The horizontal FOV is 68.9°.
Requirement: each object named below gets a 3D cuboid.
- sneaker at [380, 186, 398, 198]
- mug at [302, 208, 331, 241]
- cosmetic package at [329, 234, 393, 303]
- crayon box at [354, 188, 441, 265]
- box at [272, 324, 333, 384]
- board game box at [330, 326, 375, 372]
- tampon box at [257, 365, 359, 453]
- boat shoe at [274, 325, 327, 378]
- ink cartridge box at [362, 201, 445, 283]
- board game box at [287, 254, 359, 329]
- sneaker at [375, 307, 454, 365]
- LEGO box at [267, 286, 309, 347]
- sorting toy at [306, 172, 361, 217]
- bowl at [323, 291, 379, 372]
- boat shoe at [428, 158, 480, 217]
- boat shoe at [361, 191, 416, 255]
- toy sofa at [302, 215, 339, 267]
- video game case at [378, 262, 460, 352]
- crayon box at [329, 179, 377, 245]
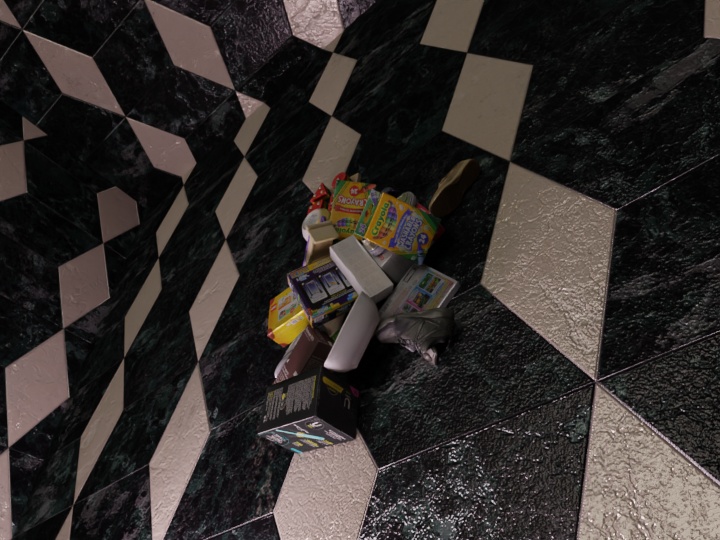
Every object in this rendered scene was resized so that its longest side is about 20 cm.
[{"bbox_3d":[0.095,-0.213,1.568,0.088,0.073,0.202,-53,11,33],"label":"sneaker"},{"bbox_3d":[-0.094,-0.127,1.676,0.185,0.153,0.151,-37,35,17],"label":"mug"},{"bbox_3d":[0.000,0.000,1.427,0.081,0.051,0.201,-25,58,-22],"label":"cosmetic package"},{"bbox_3d":[0.093,-0.113,1.354,0.052,0.196,0.129,-45,-21,-86],"label":"crayon box"},{"bbox_3d":[-0.151,0.262,1.419,0.203,0.074,0.100,-58,31,5],"label":"box"},{"bbox_3d":[-0.042,0.195,1.427,0.199,0.030,0.096,-41,36,11],"label":"board game box"},{"bbox_3d":[-0.123,0.343,1.275,0.197,0.149,0.129,-24,43,32],"label":"tampon box"},{"bbox_3d":[-0.178,0.230,1.514,0.202,0.072,0.065,-53,30,-5],"label":"boat shoe"},{"bbox_3d":[0.116,-0.088,1.458,0.200,0.083,0.145,-47,34,4],"label":"ink cartridge box"},{"bbox_3d":[-0.083,0.045,1.459,0.196,0.057,0.167,-23,57,-18],"label":"board game box"},{"bbox_3d":[0.122,0.158,1.203,0.194,0.077,0.117,-11,53,21],"label":"sneaker"},{"bbox_3d":[-0.192,0.118,1.626,0.198,0.077,0.151,-34,37,23],"label":"LEGO box"},{"bbox_3d":[-0.105,-0.253,1.878,0.197,0.069,0.203,-21,44,36],"label":"sorting toy"},{"bbox_3d":[-0.013,0.161,1.287,0.200,0.073,0.204,99,-163,-80],"label":"bowl"},{"bbox_3d":[0.251,-0.226,1.453,0.200,0.072,0.064,-47,29,-13],"label":"boat shoe"},{"bbox_3d":[0.079,-0.136,1.415,0.202,0.062,0.071,-56,35,-9],"label":"boat shoe"},{"bbox_3d":[-0.131,-0.056,1.532,0.099,0.081,0.203,57,148,32],"label":"toy sofa"},{"bbox_3d":[0.137,0.084,1.329,0.202,0.024,0.181,-53,35,-4],"label":"video game case"},{"bbox_3d":[-0.025,-0.158,1.553,0.123,0.051,0.206,7,83,8],"label":"crayon box"}]
